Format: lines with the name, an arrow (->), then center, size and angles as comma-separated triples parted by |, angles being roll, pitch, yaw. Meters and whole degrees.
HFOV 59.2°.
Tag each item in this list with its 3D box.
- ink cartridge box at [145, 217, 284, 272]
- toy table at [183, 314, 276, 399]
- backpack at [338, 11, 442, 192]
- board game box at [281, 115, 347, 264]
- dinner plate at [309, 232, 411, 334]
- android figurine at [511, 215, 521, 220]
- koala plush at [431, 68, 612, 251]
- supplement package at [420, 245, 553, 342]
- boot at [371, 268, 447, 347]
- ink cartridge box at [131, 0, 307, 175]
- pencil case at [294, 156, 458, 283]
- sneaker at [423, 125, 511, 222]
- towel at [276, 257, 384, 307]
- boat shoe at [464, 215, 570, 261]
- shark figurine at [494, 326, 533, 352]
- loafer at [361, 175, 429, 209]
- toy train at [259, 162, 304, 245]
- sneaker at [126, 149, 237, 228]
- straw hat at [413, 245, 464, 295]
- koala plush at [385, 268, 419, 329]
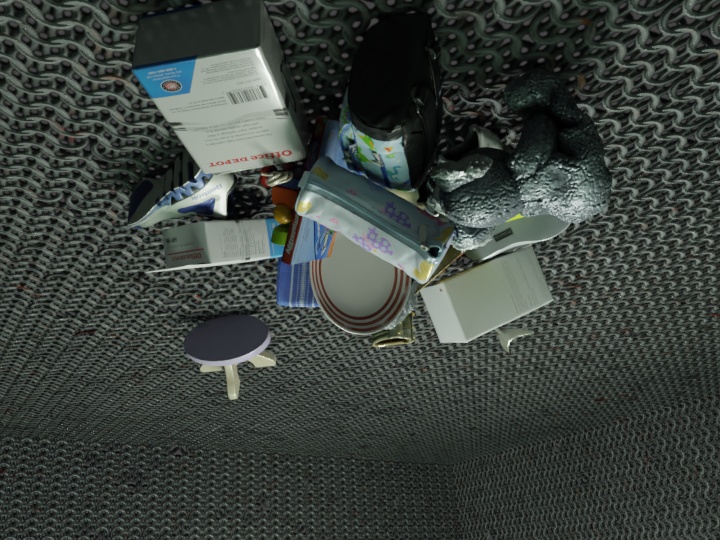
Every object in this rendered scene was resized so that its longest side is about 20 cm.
ink cartridge box -> -0.231, -0.042, 1.008 | 0.116, 0.068, 0.200 | -7, -178, 39
toy table -> -0.296, 0.190, 1.470 | 0.199, 0.184, 0.117 | 3, 139, 14
backpack -> 0.040, -0.184, 0.783 | 0.153, 0.164, 0.200 | 4, 160, 25
board game box -> -0.050, -0.108, 0.868 | 0.019, 0.201, 0.103 | 25, -161, 26
dinner plate -> 0.000, 0.000, 0.999 | 0.200, 0.201, 0.024 | 16, 166, -35
android figurine -> 0.228, -0.128, 1.032 | 0.199, 0.041, 0.182 | -18, 149, 32
koala plush -> 0.189, -0.117, 0.806 | 0.199, 0.184, 0.178 | -23, 142, -3
supplement package -> 0.235, 0.045, 1.192 | 0.199, 0.117, 0.117 | -21, 180, -18
boot -> 0.097, 0.064, 1.271 | 0.199, 0.155, 0.072 | -23, 148, 34
ink cartridge box -> -0.157, -0.213, 0.762 | 0.145, 0.085, 0.200 | -8, 154, 7
pencil case -> 0.017, -0.062, 0.782 | 0.199, 0.091, 0.083 | 30, 108, 6
sneaker -> 0.126, -0.126, 0.928 | 0.088, 0.074, 0.200 | 30, 99, -40
towel -> -0.052, -0.010, 1.080 | 0.199, 0.146, 0.024 | 0, 172, 20
boat shoe -> 0.284, -0.068, 1.142 | 0.199, 0.070, 0.066 | -27, 172, 23
shark figurine -> 0.285, 0.083, 1.402 | 0.090, 0.214, 0.128 | -46, 110, 2
loafer -> 0.052, -0.132, 0.974 | 0.199, 0.076, 0.068 | 7, 152, -41
toy train -> -0.105, -0.086, 0.891 | 0.084, 0.116, 0.200 | 14, -165, 16
sneaker -> -0.259, -0.106, 0.968 | 0.199, 0.081, 0.115 | -24, 145, 32
straw hat -> 0.131, -0.049, 1.051 | 0.201, 0.085, 0.201 | -40, 174, -5
koala plush -> -0.005, 0.010, 1.159 | 0.199, 0.184, 0.178 | 8, 147, 22
